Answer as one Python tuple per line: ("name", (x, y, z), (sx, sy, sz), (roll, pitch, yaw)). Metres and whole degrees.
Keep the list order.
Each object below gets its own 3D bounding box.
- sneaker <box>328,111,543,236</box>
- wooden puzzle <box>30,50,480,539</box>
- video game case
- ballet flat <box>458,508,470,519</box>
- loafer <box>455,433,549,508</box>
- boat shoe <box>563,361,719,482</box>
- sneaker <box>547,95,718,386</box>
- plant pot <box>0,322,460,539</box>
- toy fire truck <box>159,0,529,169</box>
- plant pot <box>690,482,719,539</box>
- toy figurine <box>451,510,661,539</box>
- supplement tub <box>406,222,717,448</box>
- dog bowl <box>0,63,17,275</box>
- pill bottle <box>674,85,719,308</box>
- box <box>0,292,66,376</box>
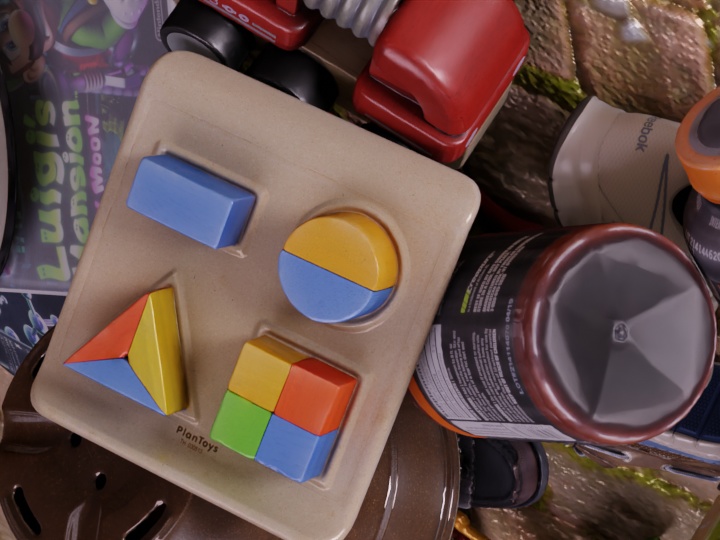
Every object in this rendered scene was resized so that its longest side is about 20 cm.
("sneaker", (0.020, -0.047, 1.454), (0.200, 0.077, 0.085), (30, 146, -10))
("wooden puzzle", (-0.059, 0.014, 1.302), (0.185, 0.200, 0.046), (25, -170, 17))
("video game case", (-0.155, -0.084, 1.450), (0.182, 0.023, 0.200), (3, 102, 39))
("ballet flat", (0.037, 0.161, 1.726), (0.066, 0.057, 0.200), (15, 139, 33))
("loafer", (0.019, 0.098, 1.545), (0.200, 0.063, 0.072), (22, 118, 41))
("boat shoe", (0.136, 0.076, 1.497), (0.200, 0.072, 0.072), (22, 149, 23))
("sneaker", (0.158, -0.001, 1.371), (0.087, 0.075, 0.200), (10, 142, 30))
("plant pot", (-0.082, 0.106, 1.455), (0.200, 0.200, 0.198), (9, 173, 38))
("toy fire truck", (0.005, -0.155, 1.282), (0.176, 0.129, 0.200), (32, 160, 6))
("plant pot", (0.271, 0.184, 1.372), (0.181, 0.199, 0.200), (48, 135, -8))
("toy figurine", (0.063, 0.170, 1.650), (0.184, 0.150, 0.200), (42, 156, 3))
("supplement tub", (0.083, 0.032, 1.311), (0.107, 0.107, 0.200), (46, 162, -17))
("dog bowl", (-0.268, -0.075, 1.495), (0.200, 0.074, 0.200), (26, 121, 54))
("pill bottle", (0.222, -0.001, 1.267), (0.106, 0.106, 0.200), (2, 136, 44))
("box", (-0.168, -0.002, 1.602), (0.200, 0.107, 0.148), (34, 146, 32))
